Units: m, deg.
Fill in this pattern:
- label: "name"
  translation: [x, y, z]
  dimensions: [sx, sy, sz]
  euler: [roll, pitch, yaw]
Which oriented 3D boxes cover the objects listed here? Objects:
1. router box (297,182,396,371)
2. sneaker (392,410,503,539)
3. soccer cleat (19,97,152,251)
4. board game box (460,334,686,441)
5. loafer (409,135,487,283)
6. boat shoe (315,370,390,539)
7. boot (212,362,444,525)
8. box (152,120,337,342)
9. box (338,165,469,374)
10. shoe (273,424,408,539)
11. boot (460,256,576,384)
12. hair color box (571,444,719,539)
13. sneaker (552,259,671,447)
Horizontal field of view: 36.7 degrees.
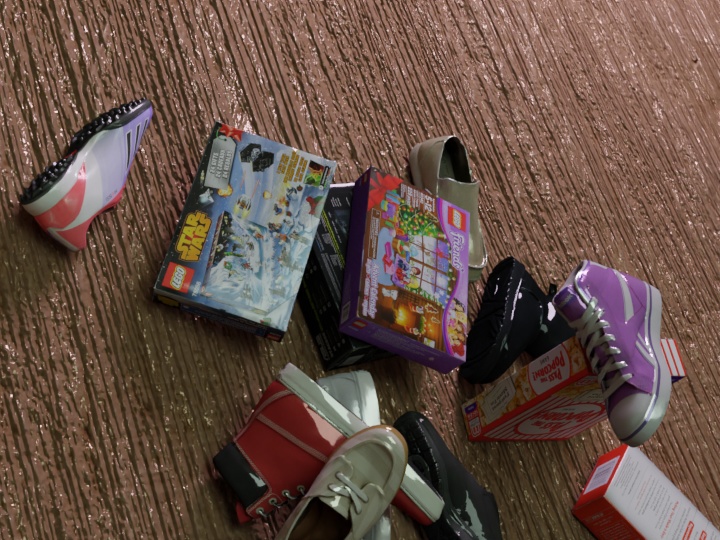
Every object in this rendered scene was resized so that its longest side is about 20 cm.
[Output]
- label: "router box"
  translation: [0.000, 0.000, 1.200]
  dimensions: [0.149, 0.062, 0.201]
  euler: [-8, 68, -38]
- label: "sneaker"
  translation: [0.093, 0.237, 1.122]
  dimensions: [0.091, 0.076, 0.201]
  euler: [-19, 84, -48]
- label: "soccer cleat"
  translation: [-0.259, -0.101, 1.084]
  dimensions: [0.073, 0.068, 0.200]
  euler: [57, 37, -25]
- label: "board game box"
  translation: [0.230, 0.132, 1.190]
  dimensions: [0.151, 0.200, 0.047]
  euler: [5, 60, -33]
- label: "loafer"
  translation: [0.112, -0.081, 1.329]
  dimensions: [0.075, 0.068, 0.201]
  euler: [1, 63, -36]
- label: "boat shoe"
  translation: [-0.010, 0.197, 1.071]
  dimensions: [0.068, 0.072, 0.201]
  euler: [-5, 74, -7]
- label: "boot"
  translation: [-0.033, 0.203, 1.007]
  dimensions: [0.200, 0.072, 0.145]
  euler: [37, 84, 8]
- label: "box"
  translation: [-0.115, -0.041, 1.106]
  dimensions: [0.136, 0.040, 0.201]
  euler: [19, 65, -6]
- label: "box"
  translation: [0.051, -0.003, 1.168]
  dimensions: [0.136, 0.039, 0.201]
  euler: [23, 51, -24]
- label: "shoe"
  translation: [-0.026, 0.222, 0.953]
  dimensions: [0.070, 0.200, 0.053]
  euler: [36, 12, -4]
- label: "boot"
  translation: [0.212, 0.091, 1.296]
  dimensions: [0.162, 0.073, 0.199]
  euler: [38, 46, -15]
- label: "hair color box"
  translation: [0.348, 0.308, 1.261]
  dimensions: [0.200, 0.061, 0.102]
  euler: [46, 46, -2]
- label: "sneaker"
  translation: [0.232, 0.073, 1.048]
  dimensions: [0.114, 0.073, 0.201]
  euler: [26, 40, -16]
